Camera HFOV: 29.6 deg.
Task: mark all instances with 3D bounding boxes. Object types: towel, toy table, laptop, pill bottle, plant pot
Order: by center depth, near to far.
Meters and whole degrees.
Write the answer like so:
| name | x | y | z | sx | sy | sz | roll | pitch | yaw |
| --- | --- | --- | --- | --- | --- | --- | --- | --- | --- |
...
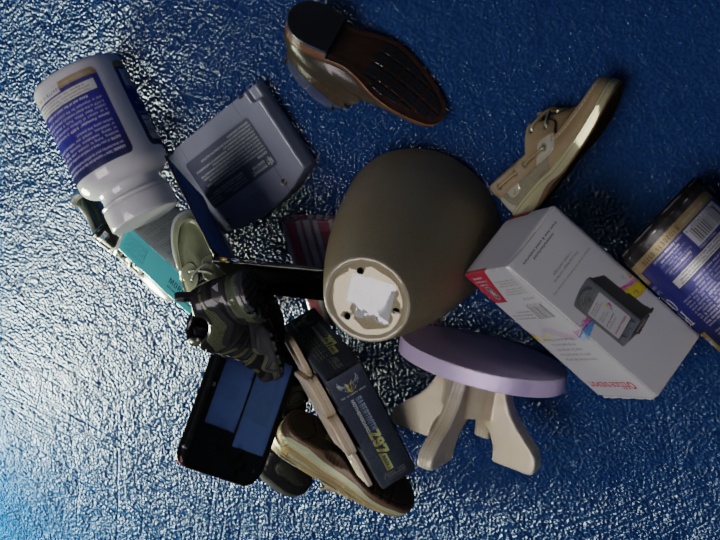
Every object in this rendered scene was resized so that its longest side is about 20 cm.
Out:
| name | x | y | z | sx | sy | sz | roll | pitch | yaw |
| --- | --- | --- | --- | --- | --- | --- | --- | --- | --- |
| pill bottle | 0.358 | 0.016 | 1.304 | 0.200 | 0.112 | 0.112 | 44 | 133 | 9 |
| plant pot | 0.037 | -0.010 | 1.442 | 0.186 | 0.200 | 0.189 | 7 | 114 | 16 |
| toy table | 0.126 | 0.145 | 1.520 | 0.199 | 0.183 | 0.118 | 22 | 111 | 40 |
| laptop | -0.117 | -0.044 | 1.570 | 0.198 | 0.187 | 0.117 | 6 | 80 | 8 |
| towel | 0.000 | 0.000 | 1.624 | 0.199 | 0.030 | 0.147 | 1 | 115 | 39 |
| pill bottle | -0.309 | -0.154 | 1.683 | 0.119 | 0.119 | 0.201 | -29 | 85 | 43 |

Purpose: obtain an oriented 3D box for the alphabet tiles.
| name | x | y | z | sx | sy | sz | roll | pitch | yaw |
| --- | --- | --- | --- | --- | --- | --- | --- | --- | --- |
| alphabet tiles | -0.044 | 0.166 | 1.616 | 0.197 | 0.015 | 0.200 | 62 | 173 | -3 |

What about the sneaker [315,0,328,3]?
| name | x | y | z | sx | sy | sz | roll | pitch | yaw |
| --- | --- | --- | --- | --- | --- | --- | --- | --- | --- |
| sneaker | -0.031 | -0.346 | 1.417 | 0.198 | 0.080 | 0.130 | -5 | 117 | 33 |

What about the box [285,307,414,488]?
| name | x | y | z | sx | sy | sz | roll | pitch | yaw |
| --- | --- | --- | --- | --- | --- | --- | --- | --- | --- |
| box | -0.016 | 0.147 | 1.611 | 0.158 | 0.051 | 0.200 | 62 | 172 | -22 |

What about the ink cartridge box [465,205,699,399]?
| name | x | y | z | sx | sy | sz | roll | pitch | yaw |
| --- | --- | --- | --- | --- | --- | --- | --- | --- | --- |
| ink cartridge box | 0.218 | 0.034 | 1.370 | 0.200 | 0.086 | 0.148 | 40 | 169 | -8 |

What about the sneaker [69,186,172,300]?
| name | x | y | z | sx | sy | sz | roll | pitch | yaw |
| --- | --- | --- | --- | --- | --- | --- | --- | --- | --- |
| sneaker | -0.310 | -0.035 | 1.804 | 0.200 | 0.072 | 0.072 | 50 | 131 | 1 |

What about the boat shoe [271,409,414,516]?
| name | x | y | z | sx | sy | sz | roll | pitch | yaw |
| --- | --- | --- | --- | --- | --- | --- | --- | --- | --- |
| boat shoe | -0.025 | 0.256 | 1.739 | 0.199 | 0.072 | 0.076 | 36 | 128 | -3 |

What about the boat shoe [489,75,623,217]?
| name | x | y | z | sx | sy | sz | roll | pitch | yaw |
| --- | --- | --- | --- | --- | --- | --- | --- | --- | --- |
| boat shoe | 0.193 | -0.129 | 1.376 | 0.065 | 0.072 | 0.200 | 42 | 138 | 8 |

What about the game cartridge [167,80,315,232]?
| name | x | y | z | sx | sy | sz | roll | pitch | yaw |
| --- | --- | --- | --- | --- | --- | --- | --- | --- | --- |
| game cartridge | -0.144 | -0.128 | 1.652 | 0.199 | 0.042 | 0.134 | -30 | 99 | 43 |

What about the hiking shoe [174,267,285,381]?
| name | x | y | z | sx | sy | sz | roll | pitch | yaw |
| --- | --- | --- | --- | --- | --- | --- | --- | --- | --- |
| hiking shoe | -0.144 | 0.064 | 1.538 | 0.100 | 0.076 | 0.201 | -6 | 145 | 8 |

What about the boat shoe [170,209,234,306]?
| name | x | y | z | sx | sy | sz | roll | pitch | yaw |
| --- | --- | --- | --- | --- | --- | --- | --- | --- | --- |
| boat shoe | -0.182 | 0.016 | 1.660 | 0.071 | 0.062 | 0.201 | -22 | 80 | 4 |

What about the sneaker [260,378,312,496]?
| name | x | y | z | sx | sy | sz | roll | pitch | yaw |
| --- | --- | --- | --- | --- | --- | --- | --- | --- | --- |
| sneaker | -0.101 | 0.204 | 1.779 | 0.114 | 0.076 | 0.201 | -14 | 100 | 47 |

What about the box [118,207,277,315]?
| name | x | y | z | sx | sy | sz | roll | pitch | yaw |
| --- | --- | --- | --- | --- | --- | --- | --- | --- | --- |
| box | -0.208 | 0.005 | 1.743 | 0.200 | 0.082 | 0.049 | 42 | 134 | 11 |

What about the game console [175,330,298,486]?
| name | x | y | z | sx | sy | sz | roll | pitch | yaw |
| --- | --- | --- | --- | --- | --- | --- | --- | --- | --- |
| game console | -0.141 | 0.153 | 1.643 | 0.031 | 0.177 | 0.202 | 14 | 80 | 25 |

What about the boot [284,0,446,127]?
| name | x | y | z | sx | sy | sz | roll | pitch | yaw |
| --- | --- | --- | --- | --- | --- | --- | --- | --- | --- |
| boot | 0.001 | -0.211 | 1.492 | 0.199 | 0.075 | 0.097 | 36 | 158 | 0 |
